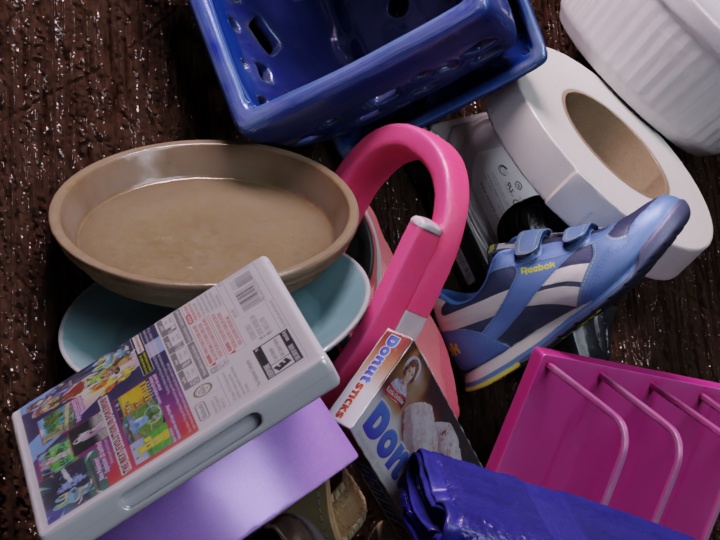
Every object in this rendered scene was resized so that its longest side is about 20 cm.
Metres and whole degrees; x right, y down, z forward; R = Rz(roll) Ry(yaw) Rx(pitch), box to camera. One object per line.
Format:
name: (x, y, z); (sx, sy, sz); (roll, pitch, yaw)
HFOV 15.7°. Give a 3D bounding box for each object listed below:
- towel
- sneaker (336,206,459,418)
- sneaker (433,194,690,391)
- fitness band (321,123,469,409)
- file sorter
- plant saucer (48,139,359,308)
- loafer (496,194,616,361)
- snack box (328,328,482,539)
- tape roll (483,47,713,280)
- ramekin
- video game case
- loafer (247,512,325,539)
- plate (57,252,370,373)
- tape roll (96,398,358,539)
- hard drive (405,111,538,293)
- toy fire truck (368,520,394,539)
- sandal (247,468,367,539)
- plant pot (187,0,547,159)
towel: (0.124, 0.175, 1.594); (0.199, 0.050, 0.148); (18, 12, -10)
sneaker: (0.010, 0.032, 1.787); (0.087, 0.074, 0.201); (16, 48, -61)
sneaker: (0.133, 0.001, 1.775); (0.082, 0.200, 0.074); (56, 14, 7)
fitness band: (0.000, 0.000, 1.691); (0.037, 0.144, 0.201); (24, 97, -31)
file sorter: (0.201, 0.154, 1.769); (0.199, 0.140, 0.125); (12, 17, -33)
plant saucer: (-0.100, -0.028, 1.673); (0.199, 0.030, 0.200); (1, 29, -1)
loafer: (0.154, 0.043, 1.853); (0.070, 0.068, 0.202); (-15, 93, -33)
snack box: (0.034, 0.118, 1.672); (0.072, 0.024, 0.200); (-53, 146, -18)
tape roll: (0.173, -0.080, 1.884); (0.202, 0.037, 0.203); (37, 24, -20)
ramekin: (0.241, -0.175, 2.012); (0.202, 0.094, 0.203); (40, 16, -14)
video game case: (-0.109, 0.073, 1.470); (0.023, 0.182, 0.200); (58, -1, -21)
loafer: (-0.055, 0.243, 1.585); (0.071, 0.073, 0.201); (12, 64, -29)
plate: (-0.090, 0.034, 1.637); (0.200, 0.199, 0.026); (-41, 131, -44)
tape roll: (-0.100, 0.139, 1.529); (0.200, 0.200, 0.066); (-31, 85, -44)
hard drive: (0.133, -0.056, 1.943); (0.199, 0.038, 0.140); (-14, 75, -43)
toy fire truck: (0.069, 0.243, 1.634); (0.200, 0.176, 0.129); (38, 47, 6)
sandal: (-0.027, 0.163, 1.678); (0.070, 0.077, 0.213); (-7, 75, -62)
plant pot: (0.006, -0.198, 1.802); (0.180, 0.199, 0.201); (22, 45, -62)
